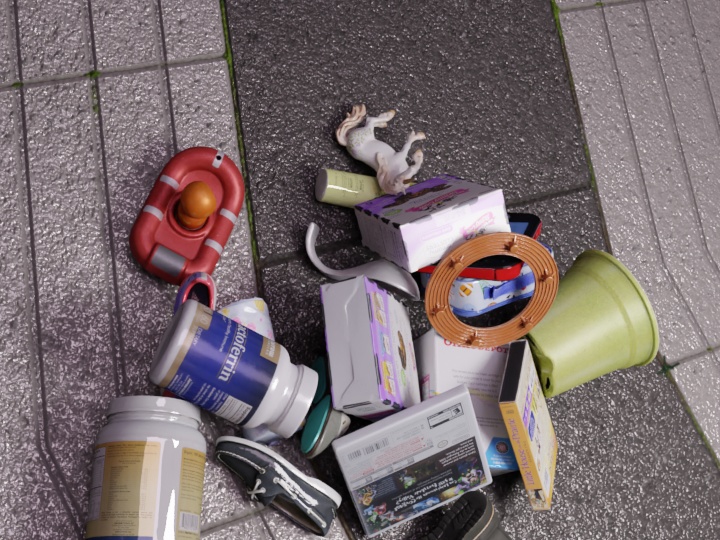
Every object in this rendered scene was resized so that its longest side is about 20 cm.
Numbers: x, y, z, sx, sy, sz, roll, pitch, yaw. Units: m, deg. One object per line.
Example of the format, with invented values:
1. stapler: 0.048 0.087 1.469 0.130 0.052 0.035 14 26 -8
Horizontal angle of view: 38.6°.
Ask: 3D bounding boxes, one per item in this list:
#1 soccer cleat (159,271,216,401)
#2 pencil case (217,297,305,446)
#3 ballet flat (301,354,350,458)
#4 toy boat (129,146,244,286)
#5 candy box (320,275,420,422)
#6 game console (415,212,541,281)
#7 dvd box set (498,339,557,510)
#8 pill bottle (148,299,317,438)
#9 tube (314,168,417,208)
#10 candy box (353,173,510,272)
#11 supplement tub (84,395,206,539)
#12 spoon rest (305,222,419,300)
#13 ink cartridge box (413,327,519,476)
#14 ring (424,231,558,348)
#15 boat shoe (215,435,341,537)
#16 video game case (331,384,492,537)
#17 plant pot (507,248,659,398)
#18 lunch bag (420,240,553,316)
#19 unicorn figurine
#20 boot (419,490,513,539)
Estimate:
1. soccer cleat: -0.232 0.102 1.388 0.065 0.076 0.205 10 87 -11
2. pencil case: -0.144 0.140 1.431 0.089 0.083 0.204 -18 79 -13
3. ballet flat: -0.040 0.193 1.427 0.063 0.068 0.201 32 27 -18
4. toy boat: -0.234 -0.086 1.444 0.129 0.131 0.203 27 64 -12
5. candy box: 0.018 0.117 1.441 0.070 0.200 0.171 -13 72 16
6. game console: 0.175 -0.044 1.564 0.173 0.032 0.200 7 28 20
7. dvd box set: 0.249 0.226 1.513 0.147 0.029 0.203 -66 141 -54
8. pill bottle: -0.160 0.130 1.319 0.198 0.116 0.117 28 63 -15
9. tube: 0.026 -0.119 1.617 0.196 0.052 0.059 10 108 -25
10. candy box: 0.102 -0.075 1.518 0.165 0.200 0.073 -20 107 -15
11. supplement tub: -0.268 0.271 1.300 0.142 0.144 0.204 9 69 -20
12. spoon rest: 0.000 0.000 1.534 0.198 0.099 0.061 28 86 14
13. ink cartridge box: 0.157 0.197 1.542 0.142 0.085 0.204 8 70 -21
14. ring: 0.189 0.034 1.466 0.197 0.203 0.019 11 31 -19
15. boat shoe: -0.116 0.293 1.397 0.198 0.076 0.061 30 57 -10
16. video game case: 0.075 0.265 1.418 0.197 0.023 0.184 -23 125 -6
17. plant pot: 0.328 0.099 1.602 0.182 0.200 0.203 -27 84 -18
18. lunch bag: 0.193 0.005 1.581 0.197 0.160 0.077 -19 118 -26
19. unicorn figurine: 0.043 -0.182 1.612 0.198 0.075 0.137 25 49 28
20. boot: 0.138 0.429 1.465 0.199 0.077 0.139 -41 125 -3
